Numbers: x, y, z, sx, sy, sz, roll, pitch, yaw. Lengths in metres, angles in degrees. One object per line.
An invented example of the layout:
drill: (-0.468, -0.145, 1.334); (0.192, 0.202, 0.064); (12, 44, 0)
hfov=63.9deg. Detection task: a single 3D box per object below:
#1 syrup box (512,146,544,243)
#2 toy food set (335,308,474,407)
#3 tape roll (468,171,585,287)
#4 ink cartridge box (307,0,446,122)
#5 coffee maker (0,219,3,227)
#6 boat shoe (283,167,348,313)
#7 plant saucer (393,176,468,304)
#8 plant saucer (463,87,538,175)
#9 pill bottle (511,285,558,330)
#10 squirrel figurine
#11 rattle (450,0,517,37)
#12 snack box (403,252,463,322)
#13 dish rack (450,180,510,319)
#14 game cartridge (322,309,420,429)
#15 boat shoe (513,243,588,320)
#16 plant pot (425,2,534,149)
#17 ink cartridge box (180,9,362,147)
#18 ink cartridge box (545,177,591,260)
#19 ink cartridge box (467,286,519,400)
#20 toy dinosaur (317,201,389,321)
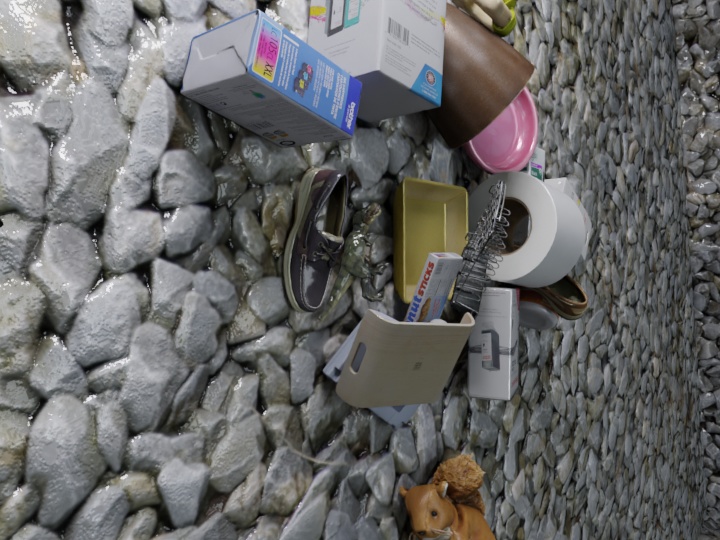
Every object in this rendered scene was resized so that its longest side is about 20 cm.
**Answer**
syrup box: (0.340, -0.159, 1.228); (0.078, 0.080, 0.204); (2, 90, -50)
toy food set: (0.068, 0.122, 0.847); (0.197, 0.060, 0.145); (5, 117, -35)
tape roll: (0.306, -0.074, 1.100); (0.138, 0.200, 0.207); (10, 83, -47)
ink cartridge box: (0.024, -0.339, 0.817); (0.145, 0.144, 0.204); (10, 83, -47)
coffee maker: (-0.374, -0.039, 0.376); (0.201, 0.133, 0.193); (-56, 129, -31)
boat shoe: (-0.055, -0.042, 0.789); (0.071, 0.064, 0.204); (17, 78, -49)
plant saucer: (0.117, -0.049, 0.999); (0.198, 0.048, 0.204); (-1, 91, -49)
plant saucer: (0.264, -0.286, 1.133); (0.197, 0.051, 0.205); (-1, 93, -30)
pill bottle: (0.395, 0.017, 1.268); (0.112, 0.111, 0.203); (41, 61, -40)
squirrel figurine: (0.145, 0.415, 0.996); (0.188, 0.140, 0.201); (52, 39, -22)
rattle: (0.194, -0.484, 0.936); (0.129, 0.201, 0.144); (0, 129, -41)
snack box: (0.106, 0.067, 0.941); (0.071, 0.024, 0.203); (-3, 118, -49)
dish rack: (0.200, -0.037, 0.928); (0.202, 0.054, 0.155); (107, 2, -47)
game cartridge: (0.042, 0.151, 0.891); (0.134, 0.041, 0.200); (-53, 129, -11)
boat shoe: (0.380, 0.012, 1.169); (0.076, 0.199, 0.074); (-43, 161, -17)
plant pot: (0.150, -0.341, 0.951); (0.200, 0.186, 0.188); (43, 57, -13)
ink cartridge box: (-0.092, -0.211, 0.693); (0.199, 0.135, 0.078); (22, 77, -46)
ink cartridge box: (0.501, -0.120, 1.422); (0.200, 0.067, 0.118); (41, 61, -39)
ink cartridge box: (0.256, 0.134, 1.104); (0.145, 0.083, 0.204); (2, 90, -68)
toy dinosaur: (0.000, 0.000, 0.869); (0.088, 0.047, 0.203); (32, 67, -28)
